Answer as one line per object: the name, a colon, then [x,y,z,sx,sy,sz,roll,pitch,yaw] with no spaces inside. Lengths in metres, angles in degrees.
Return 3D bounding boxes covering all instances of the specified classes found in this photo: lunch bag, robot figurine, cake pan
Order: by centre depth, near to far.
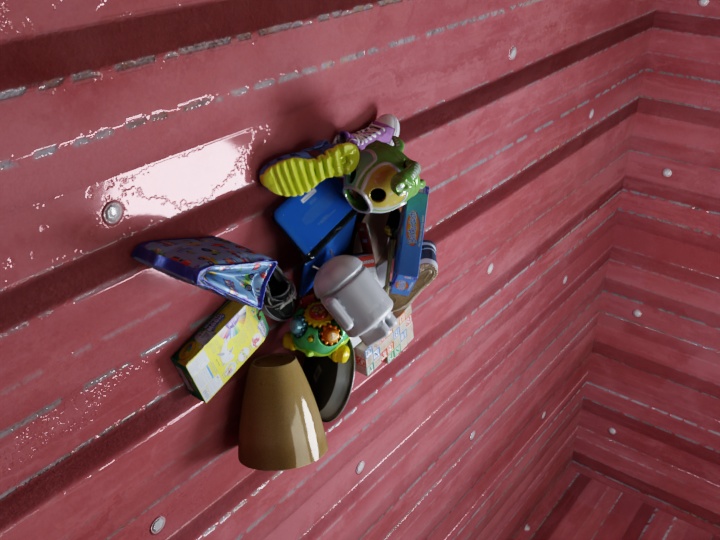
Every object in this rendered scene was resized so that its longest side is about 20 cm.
lunch bag: [-0.264,-0.009,1.327,0.200,0.150,0.094,13,97,-58]
robot figurine: [-0.014,0.051,1.583,0.200,0.113,0.170,51,30,-7]
cake pan: [-0.076,0.226,1.737,0.037,0.200,0.201,14,97,-27]

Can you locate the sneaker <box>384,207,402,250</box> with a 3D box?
sneaker: [0.088,-0.084,1.859,0.090,0.070,0.200,-15,124,-32]

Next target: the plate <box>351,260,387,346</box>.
plate: [-0.009,0.089,1.858,0.200,0.032,0.200,-40,145,-25]

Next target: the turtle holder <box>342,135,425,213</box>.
turtle holder: [0.049,-0.171,1.585,0.132,0.185,0.141,-42,140,-21]

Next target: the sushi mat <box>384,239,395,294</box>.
sushi mat: [0.058,0.037,1.757,0.096,0.012,0.200,95,3,-77]

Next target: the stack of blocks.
stack of blocks: [0.051,0.174,2.006,0.200,0.059,0.115,-42,139,-38]

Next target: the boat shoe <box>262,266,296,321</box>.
boat shoe: [-0.163,0.042,1.592,0.074,0.068,0.199,-52,145,-27]

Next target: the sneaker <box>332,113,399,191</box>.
sneaker: [0.007,-0.271,1.674,0.201,0.073,0.114,-57,144,-19]

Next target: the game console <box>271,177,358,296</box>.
game console: [-0.096,-0.079,1.626,0.171,0.118,0.200,50,47,-9]

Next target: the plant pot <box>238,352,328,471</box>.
plant pot: [-0.166,0.277,1.643,0.186,0.186,0.200,-19,109,-52]

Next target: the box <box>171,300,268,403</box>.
box: [-0.258,0.139,1.523,0.200,0.048,0.117,-46,141,-29]

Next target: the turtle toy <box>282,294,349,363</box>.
turtle toy: [-0.075,0.093,1.670,0.101,0.146,0.200,85,22,-52]

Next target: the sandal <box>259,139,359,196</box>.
sandal: [-0.104,-0.200,1.534,0.200,0.087,0.080,-19,123,-26]

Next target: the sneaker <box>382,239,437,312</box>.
sneaker: [0.106,0.009,1.838,0.070,0.200,0.109,30,41,-22]

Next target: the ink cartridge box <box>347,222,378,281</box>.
ink cartridge box: [0.000,0.000,1.717,0.050,0.109,0.200,-12,95,-11]

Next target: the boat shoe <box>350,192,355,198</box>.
boat shoe: [0.042,-0.205,1.757,0.200,0.076,0.072,-60,147,-16]

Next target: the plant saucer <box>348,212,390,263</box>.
plant saucer: [0.032,-0.077,1.858,0.200,0.034,0.201,-34,134,-43]

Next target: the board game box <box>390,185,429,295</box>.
board game box: [0.103,-0.062,1.697,0.152,0.045,0.200,104,-5,-73]
